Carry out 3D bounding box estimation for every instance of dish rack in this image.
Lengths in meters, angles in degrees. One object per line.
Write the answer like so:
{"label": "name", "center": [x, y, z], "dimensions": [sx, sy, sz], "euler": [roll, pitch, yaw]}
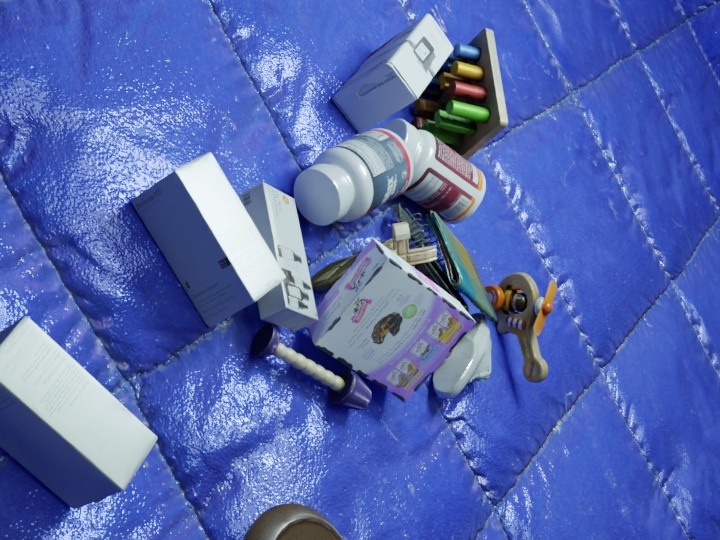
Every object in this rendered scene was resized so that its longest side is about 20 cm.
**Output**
{"label": "dish rack", "center": [0.113, -0.023, 1.634], "dimensions": [0.154, 0.054, 0.201], "euler": [52, 20, -33]}

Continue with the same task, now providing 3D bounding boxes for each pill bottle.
{"label": "pill bottle", "center": [0.116, -0.174, 1.719], "dimensions": [0.199, 0.114, 0.115], "euler": [31, 50, -34]}
{"label": "pill bottle", "center": [-0.013, -0.145, 1.562], "dimensions": [0.200, 0.119, 0.120], "euler": [-33, 95, -49]}

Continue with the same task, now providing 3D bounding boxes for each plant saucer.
{"label": "plant saucer", "center": [-0.073, 0.404, 1.285], "dimensions": [0.199, 0.034, 0.202], "euler": [23, 56, -38]}

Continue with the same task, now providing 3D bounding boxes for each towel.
{"label": "towel", "center": [0.171, -0.002, 1.656], "dimensions": [0.200, 0.022, 0.148], "euler": [41, 26, -58]}

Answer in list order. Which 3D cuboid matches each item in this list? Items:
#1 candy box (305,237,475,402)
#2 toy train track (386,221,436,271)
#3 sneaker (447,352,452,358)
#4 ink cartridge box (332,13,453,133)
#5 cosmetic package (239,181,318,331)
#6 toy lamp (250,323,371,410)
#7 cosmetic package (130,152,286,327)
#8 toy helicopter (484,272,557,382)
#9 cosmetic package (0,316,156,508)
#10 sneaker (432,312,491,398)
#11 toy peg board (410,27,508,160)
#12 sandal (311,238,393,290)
{"label": "candy box", "center": [0.043, 0.076, 1.459], "dimensions": [0.199, 0.168, 0.072], "euler": [35, 11, -32]}
{"label": "toy train track", "center": [0.069, 0.027, 1.502], "dimensions": [0.113, 0.033, 0.202], "euler": [-11, 114, -13]}
{"label": "sneaker", "center": [0.078, 0.084, 1.590], "dimensions": [0.077, 0.078, 0.200], "euler": [-51, 120, -15]}
{"label": "ink cartridge box", "center": [0.058, -0.344, 1.719], "dimensions": [0.084, 0.145, 0.201], "euler": [50, 42, -17]}
{"label": "cosmetic package", "center": [-0.117, -0.021, 1.411], "dimensions": [0.082, 0.050, 0.202], "euler": [28, 44, -56]}
{"label": "toy lamp", "center": [-0.065, 0.143, 1.409], "dimensions": [0.199, 0.058, 0.059], "euler": [36, 48, -29]}
{"label": "cosmetic package", "center": [-0.203, -0.042, 1.312], "dimensions": [0.201, 0.112, 0.081], "euler": [57, 40, -7]}
{"label": "toy helicopter", "center": [0.303, 0.100, 1.767], "dimensions": [0.078, 0.132, 0.202], "euler": [3, 68, -46]}
{"label": "cosmetic package", "center": [-0.333, 0.158, 1.059], "dimensions": [0.200, 0.112, 0.081], "euler": [48, 43, -21]}
{"label": "sneaker", "center": [0.187, 0.162, 1.665], "dimensions": [0.089, 0.075, 0.200], "euler": [61, 38, -22]}
{"label": "toy peg board", "center": [0.159, -0.311, 1.786], "dimensions": [0.097, 0.200, 0.201], "euler": [7, 65, -28]}
{"label": "sandal", "center": [0.000, 0.000, 1.541], "dimensions": [0.199, 0.080, 0.055], "euler": [-27, 98, -54]}
